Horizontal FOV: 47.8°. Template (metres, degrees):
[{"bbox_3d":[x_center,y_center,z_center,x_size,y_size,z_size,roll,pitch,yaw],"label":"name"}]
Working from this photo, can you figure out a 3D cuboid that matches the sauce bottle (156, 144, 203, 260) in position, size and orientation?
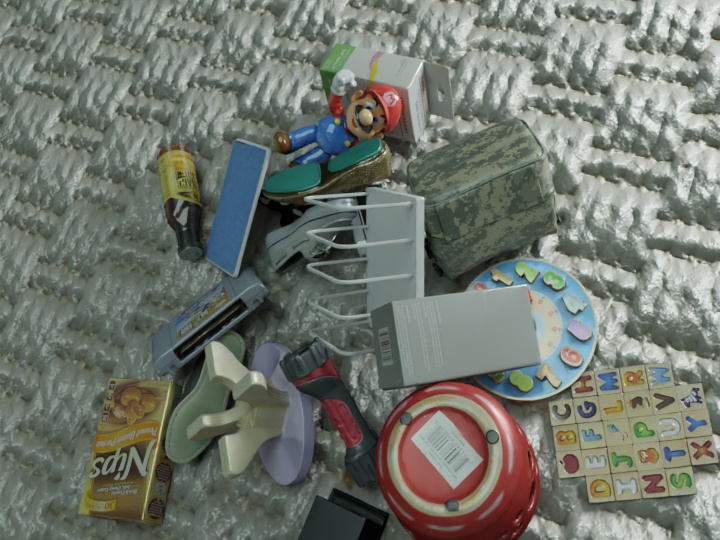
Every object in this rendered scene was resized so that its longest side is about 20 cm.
[{"bbox_3d":[-0.296,-0.113,1.353,0.065,0.066,0.204,-21,65,8],"label":"sauce bottle"}]

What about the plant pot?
[{"bbox_3d":[0.116,0.247,1.004,0.196,0.183,0.205,-7,67,17],"label":"plant pot"}]

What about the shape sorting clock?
[{"bbox_3d":[0.225,0.078,1.117,0.195,0.039,0.204,-7,65,16],"label":"shape sorting clock"}]

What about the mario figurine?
[{"bbox_3d":[-0.030,-0.209,1.197,0.197,0.124,0.107,-29,49,6],"label":"mario figurine"}]

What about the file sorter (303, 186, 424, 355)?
[{"bbox_3d":[0.000,0.000,1.097,0.138,0.122,0.205,21,116,60],"label":"file sorter"}]

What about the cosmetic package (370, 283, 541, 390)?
[{"bbox_3d":[0.121,0.084,1.029,0.196,0.090,0.110,-4,80,-22],"label":"cosmetic package"}]

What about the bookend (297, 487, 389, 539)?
[{"bbox_3d":[-0.063,0.367,0.997,0.090,0.200,0.202,18,74,23],"label":"bookend"}]

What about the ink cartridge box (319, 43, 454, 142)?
[{"bbox_3d":[0.043,-0.275,1.277,0.196,0.118,0.068,17,60,24],"label":"ink cartridge box"}]

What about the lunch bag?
[{"bbox_3d":[0.173,-0.089,1.135,0.196,0.170,0.140,-22,34,5],"label":"lunch bag"}]

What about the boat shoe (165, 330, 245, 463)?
[{"bbox_3d":[-0.231,0.186,1.208,0.071,0.060,0.204,28,80,-15],"label":"boat shoe"}]

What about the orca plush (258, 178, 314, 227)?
[{"bbox_3d":[-0.137,-0.103,1.294,0.196,0.105,0.073,11,108,29],"label":"orca plush"}]

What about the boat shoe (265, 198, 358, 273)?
[{"bbox_3d":[-0.068,-0.047,1.224,0.198,0.072,0.068,-25,73,48],"label":"boat shoe"}]

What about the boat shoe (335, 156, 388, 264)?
[{"bbox_3d":[0.012,-0.113,1.246,0.067,0.074,0.203,-19,63,13],"label":"boat shoe"}]

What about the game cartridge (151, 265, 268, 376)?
[{"bbox_3d":[-0.231,0.071,1.225,0.199,0.042,0.133,-38,24,-5],"label":"game cartridge"}]

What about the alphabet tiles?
[{"bbox_3d":[0.346,0.207,1.043,0.195,0.006,0.170,-9,66,14],"label":"alphabet tiles"}]

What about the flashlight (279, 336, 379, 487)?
[{"bbox_3d":[-0.033,0.192,1.083,0.067,0.068,0.203,-27,95,10],"label":"flashlight"}]

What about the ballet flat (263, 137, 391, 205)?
[{"bbox_3d":[-0.044,-0.126,1.170,0.196,0.066,0.071,-16,43,17],"label":"ballet flat"}]

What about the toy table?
[{"bbox_3d":[-0.147,0.192,1.115,0.185,0.115,0.202,-51,48,32],"label":"toy table"}]

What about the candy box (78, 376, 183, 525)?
[{"bbox_3d":[-0.336,0.267,1.208,0.113,0.055,0.204,0,67,19],"label":"candy box"}]

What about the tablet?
[{"bbox_3d":[-0.193,-0.101,1.273,0.129,0.013,0.204,25,101,55],"label":"tablet"}]
